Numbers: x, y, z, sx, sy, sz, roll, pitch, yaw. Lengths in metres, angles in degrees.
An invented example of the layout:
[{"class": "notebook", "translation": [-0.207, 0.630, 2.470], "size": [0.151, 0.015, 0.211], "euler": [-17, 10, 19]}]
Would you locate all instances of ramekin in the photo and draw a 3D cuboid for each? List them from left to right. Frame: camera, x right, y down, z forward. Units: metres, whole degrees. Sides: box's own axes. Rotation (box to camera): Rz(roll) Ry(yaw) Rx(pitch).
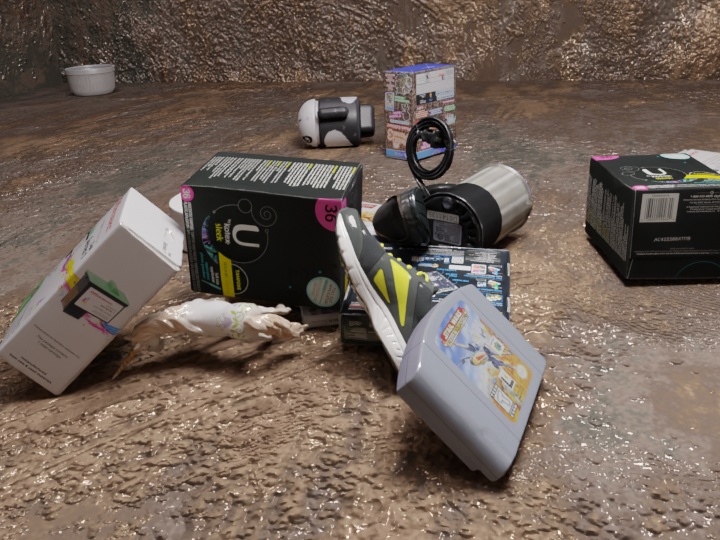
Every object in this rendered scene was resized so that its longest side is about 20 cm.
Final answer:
[{"class": "ramekin", "translation": [-1.122, -0.795, 2.972], "size": [0.197, 0.106, 0.201], "euler": [-2, 22, 1]}]

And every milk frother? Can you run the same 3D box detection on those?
[{"class": "milk frother", "translation": [0.160, -0.135, 1.084], "size": [0.179, 0.202, 0.188], "euler": [31, 35, 22]}]

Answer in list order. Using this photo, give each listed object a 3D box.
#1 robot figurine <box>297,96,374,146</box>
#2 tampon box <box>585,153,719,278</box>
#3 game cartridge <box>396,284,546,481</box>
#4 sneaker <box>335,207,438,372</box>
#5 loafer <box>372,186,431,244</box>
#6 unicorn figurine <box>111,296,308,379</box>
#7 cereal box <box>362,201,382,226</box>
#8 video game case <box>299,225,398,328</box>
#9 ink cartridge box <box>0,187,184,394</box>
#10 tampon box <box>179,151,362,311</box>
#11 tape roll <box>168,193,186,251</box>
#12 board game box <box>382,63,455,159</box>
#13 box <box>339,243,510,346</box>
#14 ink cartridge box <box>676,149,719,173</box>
[{"class": "robot figurine", "translation": [-0.062, -0.378, 1.825], "size": [0.197, 0.151, 0.126], "euler": [-2, 44, 0]}, {"class": "tampon box", "translation": [0.429, -0.085, 1.030], "size": [0.148, 0.128, 0.200], "euler": [-1, 22, 1]}, {"class": "game cartridge", "translation": [0.109, 0.092, 0.683], "size": [0.041, 0.133, 0.200], "euler": [-40, 2, 32]}, {"class": "sneaker", "translation": [0.036, 0.017, 0.780], "size": [0.084, 0.202, 0.074], "euler": [-26, -6, -4]}, {"class": "loafer", "translation": [0.052, -0.064, 0.940], "size": [0.071, 0.074, 0.200], "euler": [-12, -5, 2]}, {"class": "unicorn figurine", "translation": [-0.173, 0.062, 0.825], "size": [0.198, 0.075, 0.137], "euler": [-16, -6, 24]}, {"class": "cereal box", "translation": [0.004, -0.063, 1.161], "size": [0.142, 0.040, 0.200], "euler": [11, 27, 28]}, {"class": "video game case", "translation": [0.000, 0.000, 0.979], "size": [0.180, 0.023, 0.201], "euler": [-6, 36, -8]}, {"class": "ink cartridge box", "translation": [-0.299, 0.017, 0.810], "size": [0.200, 0.084, 0.145], "euler": [-44, 24, 6]}, {"class": "tampon box", "translation": [-0.105, -0.054, 0.900], "size": [0.197, 0.152, 0.127], "euler": [6, 29, 10]}, {"class": "tape roll", "translation": [-0.224, -0.093, 1.222], "size": [0.199, 0.072, 0.203], "euler": [-2, 22, 1]}, {"class": "board game box", "translation": [0.143, -0.380, 1.696], "size": [0.158, 0.203, 0.096], "euler": [-22, 28, -40]}, {"class": "box", "translation": [0.084, 0.030, 0.872], "size": [0.197, 0.046, 0.160], "euler": [3, 35, 9]}, {"class": "ink cartridge box", "translation": [0.628, -0.144, 1.224], "size": [0.145, 0.085, 0.199], "euler": [-21, 28, -38]}]
